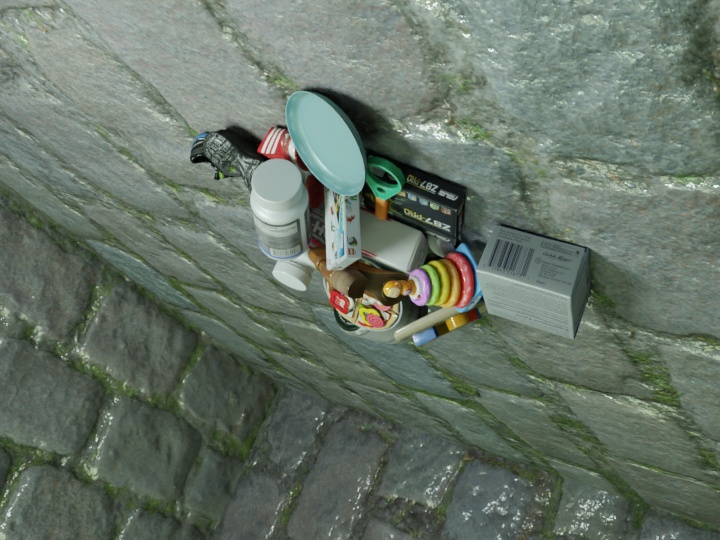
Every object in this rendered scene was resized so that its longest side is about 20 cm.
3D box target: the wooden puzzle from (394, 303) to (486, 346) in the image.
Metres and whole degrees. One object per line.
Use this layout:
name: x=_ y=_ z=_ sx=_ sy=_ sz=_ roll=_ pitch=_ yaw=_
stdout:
wooden puzzle: x=0.188 y=0.121 z=1.875 sx=0.183 sy=0.047 sz=0.199 roll=-27 pitch=167 yaw=21

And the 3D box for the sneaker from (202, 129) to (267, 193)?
sneaker: x=-0.219 y=-0.219 z=1.688 sx=0.199 sy=0.091 sz=0.076 roll=41 pitch=118 yaw=-4

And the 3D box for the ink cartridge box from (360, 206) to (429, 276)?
ink cartridge box: x=0.056 y=-0.054 z=1.697 sx=0.144 sy=0.084 sz=0.200 roll=22 pitch=179 yaw=10

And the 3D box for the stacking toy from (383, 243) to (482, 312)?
stacking toy: x=0.130 y=0.027 z=1.612 sx=0.196 sy=0.111 sz=0.117 roll=-7 pitch=150 yaw=-29

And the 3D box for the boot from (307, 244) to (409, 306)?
boot: x=0.000 y=0.000 z=1.698 sx=0.197 sy=0.075 sz=0.154 roll=10 pitch=-159 yaw=-44

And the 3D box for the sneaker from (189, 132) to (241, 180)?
sneaker: x=-0.270 y=-0.218 z=1.767 sx=0.196 sy=0.084 sz=0.071 roll=23 pitch=162 yaw=6

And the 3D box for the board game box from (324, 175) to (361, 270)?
board game box: x=-0.035 y=-0.112 z=1.563 sx=0.034 sy=0.205 sz=0.126 roll=1 pitch=170 yaw=-18

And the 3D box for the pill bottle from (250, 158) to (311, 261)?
pill bottle: x=-0.152 y=-0.115 z=1.608 sx=0.112 sy=0.115 sz=0.201 roll=22 pitch=153 yaw=11

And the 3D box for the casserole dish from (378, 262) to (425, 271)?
casserole dish: x=0.053 y=-0.032 z=1.914 sx=0.196 sy=0.039 sz=0.122 roll=22 pitch=162 yaw=11

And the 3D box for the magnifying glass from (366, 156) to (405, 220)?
magnifying glass: x=0.039 y=-0.142 z=1.502 sx=0.078 sy=0.023 sz=0.201 roll=26 pitch=162 yaw=10

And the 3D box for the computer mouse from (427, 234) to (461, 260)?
computer mouse: x=0.174 y=-0.039 z=1.718 sx=0.108 sy=0.045 sz=0.201 roll=18 pitch=160 yaw=26

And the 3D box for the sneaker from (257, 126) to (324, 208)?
sneaker: x=-0.131 y=-0.211 z=1.643 sx=0.114 sy=0.079 sz=0.202 roll=27 pitch=152 yaw=26

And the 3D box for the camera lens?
camera lens: x=0.045 y=0.085 z=1.982 sx=0.198 sy=0.164 sz=0.158 roll=17 pitch=172 yaw=-43

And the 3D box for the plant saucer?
plant saucer: x=-0.054 y=-0.222 z=1.447 sx=0.199 sy=0.027 sz=0.202 roll=38 pitch=151 yaw=25

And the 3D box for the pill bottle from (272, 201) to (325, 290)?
pill bottle: x=-0.111 y=-0.066 z=1.776 sx=0.109 sy=0.203 sz=0.111 roll=21 pitch=162 yaw=7

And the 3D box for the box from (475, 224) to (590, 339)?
box: x=0.329 y=0.023 z=1.576 sx=0.180 sy=0.107 sz=0.201 roll=17 pitch=160 yaw=23

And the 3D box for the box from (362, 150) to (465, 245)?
box: x=0.097 y=-0.132 z=1.557 sx=0.196 sy=0.050 sz=0.162 roll=24 pitch=164 yaw=13

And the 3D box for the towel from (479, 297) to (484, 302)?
towel: x=0.191 y=0.032 z=1.829 sx=0.110 sy=0.050 sz=0.198 roll=3 pitch=-175 yaw=-44

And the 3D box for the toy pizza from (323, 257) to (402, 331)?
toy pizza: x=0.000 y=0.056 z=1.808 sx=0.197 sy=0.032 sz=0.203 roll=21 pitch=134 yaw=22
